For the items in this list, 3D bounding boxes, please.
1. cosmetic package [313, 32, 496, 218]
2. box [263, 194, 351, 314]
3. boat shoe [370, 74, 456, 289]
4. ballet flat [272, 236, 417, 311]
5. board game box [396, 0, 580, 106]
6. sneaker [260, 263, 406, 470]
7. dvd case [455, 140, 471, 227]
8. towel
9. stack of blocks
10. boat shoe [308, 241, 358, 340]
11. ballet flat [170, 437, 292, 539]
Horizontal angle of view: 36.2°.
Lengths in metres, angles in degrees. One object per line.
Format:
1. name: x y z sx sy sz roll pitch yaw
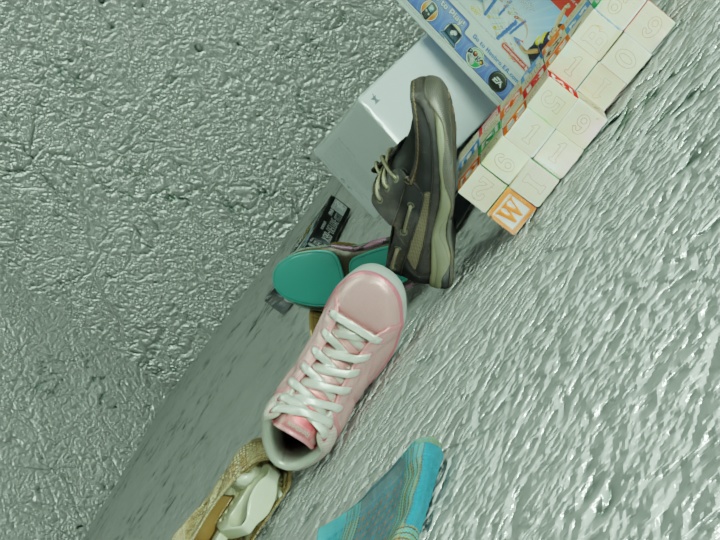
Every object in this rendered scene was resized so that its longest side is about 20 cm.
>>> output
1. cosmetic package: 0.072 -0.190 1.314 0.199 0.123 0.200 -45 3 -19
2. box: -0.097 -0.031 2.060 0.158 0.050 0.201 -50 9 32
3. boat shoe: 0.043 -0.065 0.911 0.075 0.072 0.202 -82 -9 -52
4. ballet flat: 0.000 0.000 1.125 0.198 0.070 0.071 -11 0 41
5. board game box: 0.151 -0.309 1.151 0.196 0.200 0.056 -48 -11 35
6. sneaker: -0.025 0.094 0.964 0.201 0.075 0.105 -59 0 27
7. dvd case: 0.091 -0.079 1.194 0.151 0.025 0.200 -58 8 -24
8. towel: -0.016 0.201 0.645 0.147 0.022 0.201 -49 10 40
9. stack of blocks: 0.161 -0.138 0.883 0.201 0.058 0.115 -52 8 19
10. boat shoe: -0.020 0.049 1.205 0.201 0.070 0.070 -80 0 -56
11. ballet flat: -0.126 0.242 1.005 0.065 0.070 0.202 -4 53 61
